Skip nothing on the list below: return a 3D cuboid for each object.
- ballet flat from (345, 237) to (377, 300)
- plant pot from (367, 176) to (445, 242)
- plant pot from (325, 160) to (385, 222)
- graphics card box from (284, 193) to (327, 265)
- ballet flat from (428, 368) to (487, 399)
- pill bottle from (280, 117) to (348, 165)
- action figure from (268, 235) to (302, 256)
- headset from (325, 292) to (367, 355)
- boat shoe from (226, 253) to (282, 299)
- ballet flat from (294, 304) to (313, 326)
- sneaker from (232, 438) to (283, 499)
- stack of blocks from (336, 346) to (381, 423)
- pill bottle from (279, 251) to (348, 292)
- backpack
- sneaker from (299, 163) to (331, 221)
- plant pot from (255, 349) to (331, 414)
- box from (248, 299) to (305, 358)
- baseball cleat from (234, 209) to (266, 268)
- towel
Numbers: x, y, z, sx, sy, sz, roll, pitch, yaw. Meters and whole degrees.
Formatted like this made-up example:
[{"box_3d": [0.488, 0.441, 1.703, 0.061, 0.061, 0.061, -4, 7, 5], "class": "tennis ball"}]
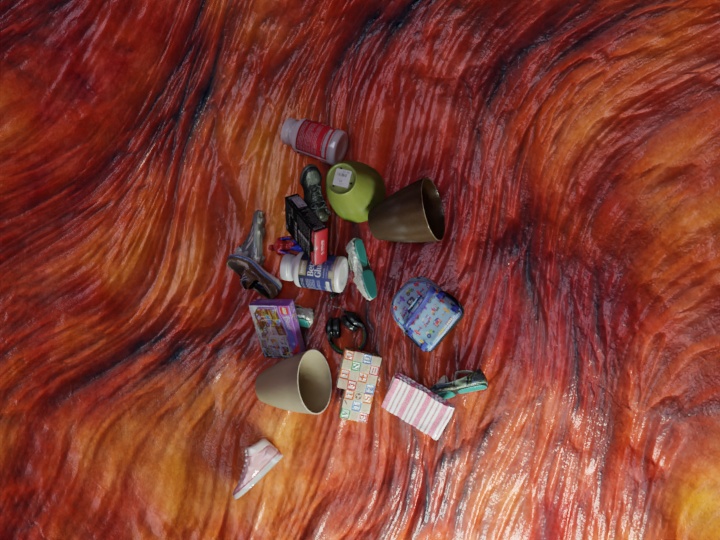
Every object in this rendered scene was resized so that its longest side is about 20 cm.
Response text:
[{"box_3d": [0.000, 0.000, 1.764, 0.071, 0.072, 0.203, -16, 80, 12], "class": "ballet flat"}, {"box_3d": [0.129, -0.160, 1.694, 0.197, 0.186, 0.190, -12, 82, 27], "class": "plant pot"}, {"box_3d": [-0.033, -0.255, 1.715, 0.184, 0.200, 0.191, -1, 85, 14], "class": "plant pot"}, {"box_3d": [-0.166, -0.127, 1.722, 0.050, 0.127, 0.200, -21, 47, -26], "class": "graphics card box"}, {"box_3d": [0.274, 0.335, 1.667, 0.197, 0.074, 0.075, -16, 82, 13], "class": "ballet flat"}, {"box_3d": [-0.148, -0.415, 1.802, 0.197, 0.112, 0.114, 22, 91, 14], "class": "pill bottle"}, {"box_3d": [-0.208, -0.080, 1.823, 0.197, 0.052, 0.067, -3, 79, 19], "class": "action figure"}, {"box_3d": [-0.054, 0.163, 1.765, 0.122, 0.094, 0.203, -22, 96, 7], "class": "headset"}, {"box_3d": [-0.345, 0.021, 1.801, 0.198, 0.073, 0.073, 30, 137, -3], "class": "boat shoe"}, {"box_3d": [-0.239, 0.137, 1.804, 0.197, 0.072, 0.073, 9, 87, 13], "class": "ballet flat"}, {"box_3d": [-0.346, 0.615, 1.785, 0.200, 0.075, 0.105, -45, 82, -1], "class": "sneaker"}, {"box_3d": [-0.015, 0.345, 1.714, 0.113, 0.059, 0.203, 13, 90, -6], "class": "stack of blocks"}, {"box_3d": [-0.145, 0.001, 1.767, 0.197, 0.111, 0.113, 7, 87, 14], "class": "pill bottle"}, {"box_3d": [0.182, 0.116, 1.668, 0.200, 0.134, 0.183, 44, 95, 16], "class": "backpack"}, {"box_3d": [-0.135, -0.223, 1.738, 0.075, 0.202, 0.114, -19, 47, -24], "class": "sneaker"}, {"box_3d": [-0.219, 0.349, 1.736, 0.197, 0.187, 0.191, -12, 83, 27], "class": "plant pot"}, {"box_3d": [-0.256, 0.182, 1.760, 0.134, 0.039, 0.203, 0, 120, 17], "class": "box"}, {"box_3d": [-0.361, -0.097, 1.851, 0.105, 0.070, 0.204, 0, 85, 13], "class": "baseball cleat"}, {"box_3d": [0.165, 0.402, 1.665, 0.198, 0.030, 0.148, 29, 125, 15], "class": "towel"}]
